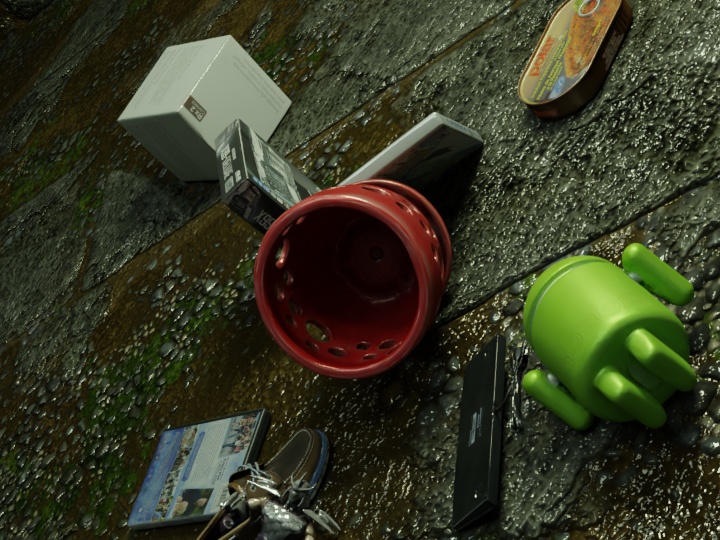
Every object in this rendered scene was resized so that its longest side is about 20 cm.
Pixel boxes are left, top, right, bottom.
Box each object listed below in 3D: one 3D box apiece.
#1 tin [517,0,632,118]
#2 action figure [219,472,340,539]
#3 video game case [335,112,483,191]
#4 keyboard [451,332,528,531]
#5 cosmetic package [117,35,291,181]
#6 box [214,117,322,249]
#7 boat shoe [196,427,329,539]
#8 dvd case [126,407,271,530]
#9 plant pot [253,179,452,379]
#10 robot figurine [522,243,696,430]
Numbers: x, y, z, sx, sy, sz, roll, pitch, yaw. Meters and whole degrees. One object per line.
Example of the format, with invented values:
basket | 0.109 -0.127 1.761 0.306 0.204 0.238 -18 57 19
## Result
tin | 0.267 -0.273 1.496 0.111 0.042 0.201 5 59 47
action figure | -0.102 0.303 1.264 0.129 0.069 0.202 27 86 25
video game case | 0.046 -0.116 1.485 0.199 0.182 0.022 -37 77 17
keyboard | 0.132 0.148 1.192 0.127 0.020 0.202 -52 22 46
cosmetic package | -0.255 -0.261 1.972 0.199 0.165 0.166 3 57 49
box | -0.101 -0.089 1.577 0.050 0.200 0.158 -39 32 17
boat shoe | -0.111 0.253 1.339 0.072 0.072 0.201 16 67 55
dvd case | -0.202 0.249 1.502 0.198 0.018 0.144 -17 43 40
plant pot | 0.000 0.000 1.339 0.199 0.202 0.182 -34 3 19
robot figurine | 0.225 0.061 1.115 0.176 0.115 0.200 -55 31 10
